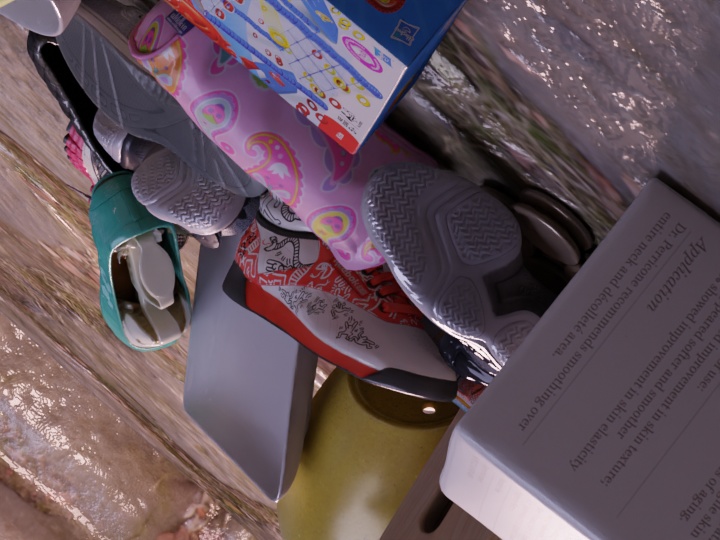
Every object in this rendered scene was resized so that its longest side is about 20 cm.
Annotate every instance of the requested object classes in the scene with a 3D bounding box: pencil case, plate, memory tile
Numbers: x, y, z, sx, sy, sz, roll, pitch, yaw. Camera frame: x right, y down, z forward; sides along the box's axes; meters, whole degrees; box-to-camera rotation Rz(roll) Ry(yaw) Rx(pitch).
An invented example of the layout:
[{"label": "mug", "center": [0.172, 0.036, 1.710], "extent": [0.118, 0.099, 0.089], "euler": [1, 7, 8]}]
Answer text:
[{"label": "pencil case", "center": [-0.041, -0.090, 1.389], "extent": [0.200, 0.087, 0.087], "euler": [45, 166, -22]}, {"label": "plate", "center": [-0.072, 0.041, 1.746], "extent": [0.032, 0.200, 0.200], "euler": [1, -163, -25]}, {"label": "memory tile", "center": [0.109, 0.002, 1.431], "extent": [0.153, 0.017, 0.200], "euler": [44, 168, -20]}]

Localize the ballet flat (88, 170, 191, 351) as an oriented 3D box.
[{"label": "ballet flat", "center": [-0.157, 0.014, 1.772], "extent": [0.200, 0.067, 0.070], "euler": [81, 164, -51]}]

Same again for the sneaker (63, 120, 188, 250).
[{"label": "sneaker", "center": [-0.168, -0.060, 1.872], "extent": [0.075, 0.081, 0.200], "euler": [31, 164, 22]}]

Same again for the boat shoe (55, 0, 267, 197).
[{"label": "boat shoe", "center": [-0.115, -0.121, 1.539], "extent": [0.202, 0.065, 0.074], "euler": [33, 145, 27]}]

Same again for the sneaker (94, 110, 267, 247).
[{"label": "sneaker", "center": [-0.102, -0.059, 1.638], "extent": [0.114, 0.075, 0.200], "euler": [44, -179, -34]}]

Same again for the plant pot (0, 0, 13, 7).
[{"label": "plant pot", "center": [-0.286, -0.234, 1.280], "extent": [0.200, 0.199, 0.182], "euler": [70, 174, -68]}]

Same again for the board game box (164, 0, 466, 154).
[{"label": "board game box", "center": [-0.049, -0.159, 1.221], "extent": [0.196, 0.056, 0.200], "euler": [39, 168, 1]}]

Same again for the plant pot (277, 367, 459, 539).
[{"label": "plant pot", "center": [0.039, 0.123, 1.728], "extent": [0.200, 0.200, 0.142], "euler": [32, 143, 29]}]

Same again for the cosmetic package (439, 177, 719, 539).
[{"label": "cosmetic package", "center": [0.168, 0.094, 1.224], "extent": [0.200, 0.167, 0.166], "euler": [38, 167, 9]}]

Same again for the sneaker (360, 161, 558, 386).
[{"label": "sneaker", "center": [0.062, 0.014, 1.387], "extent": [0.200, 0.075, 0.114], "euler": [41, 165, -18]}]

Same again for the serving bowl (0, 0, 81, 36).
[{"label": "serving bowl", "center": [-0.239, -0.235, 1.488], "extent": [0.200, 0.066, 0.200], "euler": [37, 168, 9]}]

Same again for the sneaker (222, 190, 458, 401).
[{"label": "sneaker", "center": [-0.001, 0.000, 1.497], "extent": [0.067, 0.108, 0.201], "euler": [17, -171, -45]}]

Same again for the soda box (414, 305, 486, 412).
[{"label": "soda box", "center": [0.040, 0.027, 1.555], "extent": [0.200, 0.064, 0.068], "euler": [38, 173, 42]}]

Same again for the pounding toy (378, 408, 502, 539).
[{"label": "pounding toy", "center": [0.088, 0.186, 1.619], "extent": [0.184, 0.200, 0.142], "euler": [31, -178, -33]}]

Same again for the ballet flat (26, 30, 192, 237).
[{"label": "ballet flat", "center": [-0.173, -0.097, 1.744], "extent": [0.200, 0.066, 0.057], "euler": [50, -161, -16]}]
